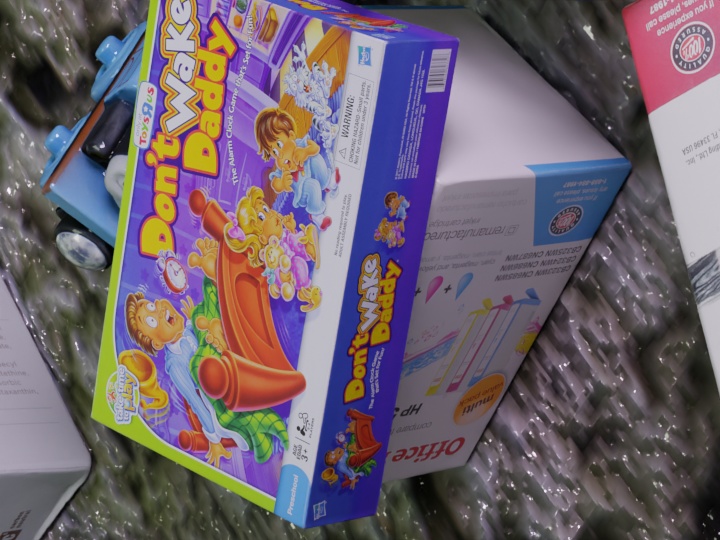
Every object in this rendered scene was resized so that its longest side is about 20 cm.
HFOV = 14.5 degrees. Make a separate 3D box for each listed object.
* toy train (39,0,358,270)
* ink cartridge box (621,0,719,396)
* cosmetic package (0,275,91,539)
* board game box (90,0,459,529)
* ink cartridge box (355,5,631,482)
[{"bbox_3d":[-0.073,-0.089,1.299,0.200,0.087,0.114,-59,14,-26],"label":"toy train"},{"bbox_3d":[0.195,-0.031,1.050,0.145,0.084,0.201,-28,70,45],"label":"ink cartridge box"},{"bbox_3d":[-0.283,0.082,1.543,0.168,0.166,0.200,-52,55,35],"label":"cosmetic package"},{"bbox_3d":[-0.038,-0.013,1.153,0.134,0.045,0.201,22,110,40],"label":"board game box"},{"bbox_3d":[0.000,0.000,1.239,0.125,0.128,0.201,46,124,31],"label":"ink cartridge box"}]
